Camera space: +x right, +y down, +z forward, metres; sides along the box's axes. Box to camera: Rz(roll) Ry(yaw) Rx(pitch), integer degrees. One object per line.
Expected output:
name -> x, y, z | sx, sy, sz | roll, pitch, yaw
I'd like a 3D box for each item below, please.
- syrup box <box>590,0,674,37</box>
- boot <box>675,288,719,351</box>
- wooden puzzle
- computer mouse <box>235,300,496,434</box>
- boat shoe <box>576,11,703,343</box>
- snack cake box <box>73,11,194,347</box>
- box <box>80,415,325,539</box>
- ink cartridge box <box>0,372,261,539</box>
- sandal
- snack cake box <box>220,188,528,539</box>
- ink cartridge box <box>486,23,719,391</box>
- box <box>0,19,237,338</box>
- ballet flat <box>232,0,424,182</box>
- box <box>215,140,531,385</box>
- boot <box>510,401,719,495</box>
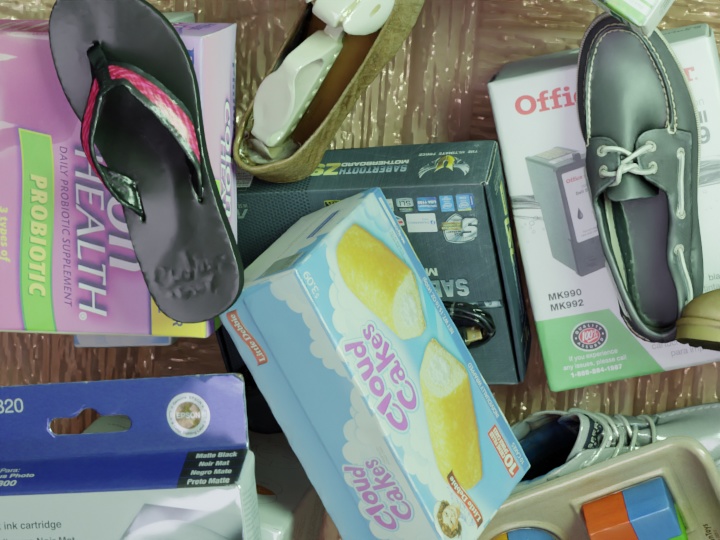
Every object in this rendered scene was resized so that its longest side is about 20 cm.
syrup box -> 0.100, -0.221, 1.307 | 0.199, 0.079, 0.082 | 34, 95, 7
boot -> 0.264, -0.051, 1.372 | 0.174, 0.066, 0.202 | 1, 84, -20
wooden puzzle -> 0.152, 0.201, 1.477 | 0.199, 0.047, 0.186 | -18, 131, 14
computer mouse -> -0.005, 0.064, 1.464 | 0.199, 0.034, 0.059 | -22, 121, 28
boat shoe -> 0.168, -0.054, 1.374 | 0.072, 0.063, 0.202 | -8, 99, 9
snack cake box -> -0.143, -0.060, 1.483 | 0.067, 0.115, 0.202 | -2, 100, 9
box -> -0.111, 0.164, 1.477 | 0.151, 0.200, 0.107 | 15, 104, 7
ink cartridge box -> -0.155, 0.166, 1.361 | 0.198, 0.041, 0.202 | -4, 99, 11
sandal -> -0.119, -0.067, 1.290 | 0.075, 0.045, 0.201 | -22, 88, 16
snack cake box -> 0.009, 0.069, 1.372 | 0.067, 0.115, 0.201 | -20, 105, 34
ink cartridge box -> 0.168, -0.041, 1.453 | 0.145, 0.084, 0.202 | -12, 98, 10
box -> -0.177, -0.057, 1.380 | 0.198, 0.097, 0.178 | 2, 101, 8
ballet flat -> -0.020, -0.134, 1.364 | 0.068, 0.072, 0.201 | 39, 114, 13
box -> 0.000, 0.000, 1.466 | 0.198, 0.051, 0.159 | -1, 127, 15
boot -> 0.164, 0.120, 1.471 | 0.199, 0.074, 0.096 | -26, 139, 13
